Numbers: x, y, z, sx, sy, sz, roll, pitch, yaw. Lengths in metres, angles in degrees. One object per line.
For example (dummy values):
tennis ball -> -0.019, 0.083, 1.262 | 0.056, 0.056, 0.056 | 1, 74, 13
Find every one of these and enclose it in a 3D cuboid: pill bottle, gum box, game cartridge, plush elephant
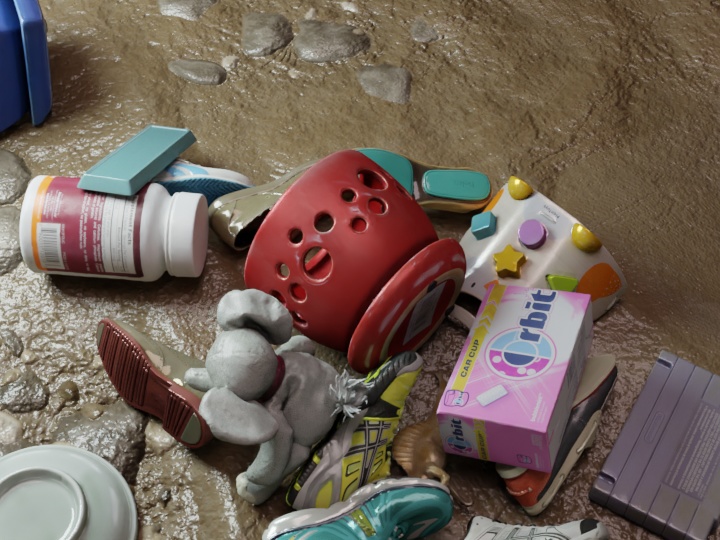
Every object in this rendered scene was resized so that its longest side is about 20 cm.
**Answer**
pill bottle -> -0.282, -0.048, 1.361 | 0.197, 0.115, 0.115 | 4, 52, 2
gum box -> 0.165, 0.101, 1.212 | 0.112, 0.067, 0.201 | 8, 46, 23
game cartridge -> 0.339, 0.189, 1.239 | 0.129, 0.039, 0.201 | 28, 56, 15
plush elephant -> -0.102, 0.116, 1.164 | 0.154, 0.199, 0.166 | 31, 55, -22

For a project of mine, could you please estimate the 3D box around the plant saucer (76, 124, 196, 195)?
plant saucer -> -0.262, -0.135, 1.393 | 0.069, 0.019, 0.200 | 9, 25, 12

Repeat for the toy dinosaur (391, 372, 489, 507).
toy dinosaur -> 0.085, 0.182, 1.223 | 0.100, 0.059, 0.201 | 16, 53, 13

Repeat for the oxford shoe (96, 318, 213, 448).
oxford shoe -> -0.211, 0.116, 1.277 | 0.200, 0.071, 0.074 | 40, 36, 26

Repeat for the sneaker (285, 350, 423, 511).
sneaker -> 0.007, 0.172, 1.202 | 0.076, 0.075, 0.201 | 36, 87, -3

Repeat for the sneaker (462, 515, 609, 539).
sneaker -> 0.145, 0.269, 1.144 | 0.198, 0.076, 0.088 | -17, 54, -15

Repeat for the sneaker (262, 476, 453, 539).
sneaker -> 0.001, 0.265, 1.136 | 0.198, 0.078, 0.080 | -20, 28, -5

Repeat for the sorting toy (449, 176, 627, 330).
sorting toy -> 0.174, 0.008, 1.354 | 0.200, 0.107, 0.180 | 39, 80, 26

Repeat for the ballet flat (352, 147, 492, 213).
ballet flat -> 0.061, -0.100, 1.420 | 0.198, 0.063, 0.070 | 11, 71, -15

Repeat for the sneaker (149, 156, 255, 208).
sneaker -> -0.225, -0.110, 1.437 | 0.197, 0.077, 0.081 | 4, 44, -3

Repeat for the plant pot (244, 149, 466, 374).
plant pot -> 0.000, 0.000, 1.278 | 0.200, 0.201, 0.182 | -38, 66, -27

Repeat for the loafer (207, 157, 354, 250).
loafer -> -0.084, -0.073, 1.415 | 0.198, 0.076, 0.068 | -22, 55, -5

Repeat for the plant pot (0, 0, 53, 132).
plant pot -> -0.499, -0.291, 1.504 | 0.178, 0.201, 0.201 | -13, 52, -20

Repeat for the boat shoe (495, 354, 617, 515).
boat shoe -> 0.217, 0.168, 1.236 | 0.200, 0.071, 0.063 | -45, 107, -32

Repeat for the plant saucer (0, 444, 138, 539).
plant saucer -> -0.323, 0.253, 1.166 | 0.197, 0.050, 0.202 | 0, 52, -1
